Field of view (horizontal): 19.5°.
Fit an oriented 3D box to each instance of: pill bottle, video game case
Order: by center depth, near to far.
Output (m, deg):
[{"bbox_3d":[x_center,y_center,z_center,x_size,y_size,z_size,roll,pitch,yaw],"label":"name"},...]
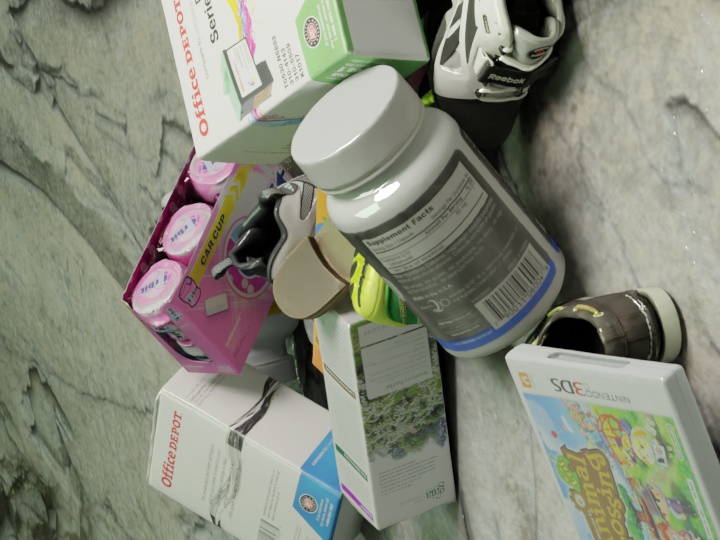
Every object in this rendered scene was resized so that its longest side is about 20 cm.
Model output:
[{"bbox_3d":[0.186,0.148,1.409,0.182,0.022,0.201,6,122,61],"label":"video game case"},{"bbox_3d":[0.047,-0.042,1.489,0.200,0.114,0.114,48,169,-25],"label":"pill bottle"},{"bbox_3d":[-0.120,0.014,2.019,0.112,0.111,0.202,170,89,-67],"label":"pill bottle"}]

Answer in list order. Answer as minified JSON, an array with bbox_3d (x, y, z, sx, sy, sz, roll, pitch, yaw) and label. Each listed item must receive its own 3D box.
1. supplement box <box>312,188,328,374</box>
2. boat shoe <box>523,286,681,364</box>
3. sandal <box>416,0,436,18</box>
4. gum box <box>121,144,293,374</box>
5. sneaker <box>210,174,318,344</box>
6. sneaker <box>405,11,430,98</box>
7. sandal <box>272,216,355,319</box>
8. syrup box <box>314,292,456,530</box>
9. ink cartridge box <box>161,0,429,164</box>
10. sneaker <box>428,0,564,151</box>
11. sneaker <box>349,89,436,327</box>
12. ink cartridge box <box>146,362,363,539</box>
[{"bbox_3d":[0.000,0.000,1.794,0.067,0.068,0.202,41,135,51],"label":"supplement box"},{"bbox_3d":[0.151,0.055,1.476,0.201,0.060,0.072,-33,71,66],"label":"boat shoe"},{"bbox_3d":[0.046,-0.238,1.537,0.200,0.045,0.075,-52,55,37],"label":"sandal"},{"bbox_3d":[-0.128,-0.013,1.881,0.066,0.201,0.114,-1,144,37],"label":"gum box"},{"bbox_3d":[-0.068,-0.001,1.851,0.078,0.139,0.201,45,141,44],"label":"sneaker"},{"bbox_3d":[0.012,-0.168,1.660,0.070,0.081,0.202,21,120,61],"label":"sneaker"},{"bbox_3d":[0.022,-0.036,1.685,0.211,0.069,0.078,-40,73,21],"label":"sandal"},{"bbox_3d":[0.020,0.107,1.759,0.081,0.078,0.202,40,143,56],"label":"syrup box"},{"bbox_3d":[-0.053,-0.183,1.562,0.199,0.083,0.146,-30,69,47],"label":"ink cartridge box"},{"bbox_3d":[0.100,-0.159,1.471,0.089,0.073,0.201,-126,32,-47],"label":"sneaker"},{"bbox_3d":[0.054,-0.052,1.600,0.202,0.083,0.074,-71,19,-1],"label":"sneaker"},{"bbox_3d":[-0.092,0.179,1.954,0.199,0.084,0.145,29,138,14],"label":"ink cartridge box"}]
